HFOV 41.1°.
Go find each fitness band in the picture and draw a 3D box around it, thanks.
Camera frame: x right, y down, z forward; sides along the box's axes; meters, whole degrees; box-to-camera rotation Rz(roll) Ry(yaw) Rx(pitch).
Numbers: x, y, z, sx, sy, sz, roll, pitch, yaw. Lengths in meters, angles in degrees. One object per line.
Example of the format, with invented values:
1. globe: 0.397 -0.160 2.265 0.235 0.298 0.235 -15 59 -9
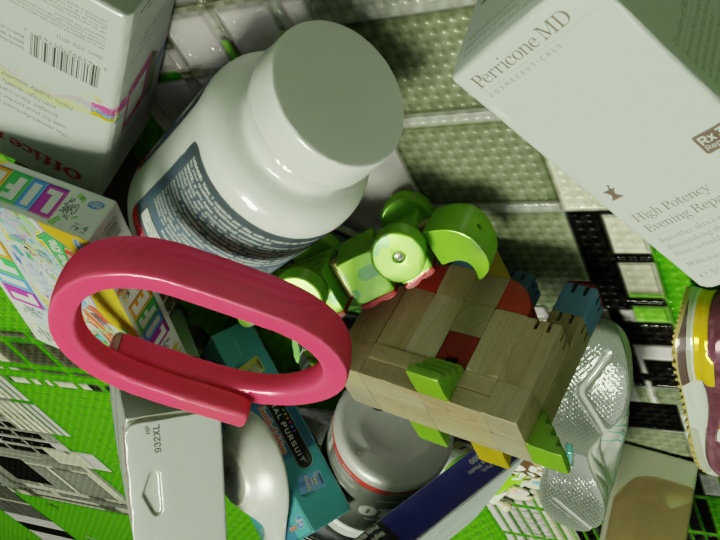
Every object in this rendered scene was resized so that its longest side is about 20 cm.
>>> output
1. fitness band: -0.101 0.043 0.624 0.197 0.038 0.144 19 140 -15

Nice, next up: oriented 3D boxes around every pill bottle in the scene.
1. pill bottle: -0.062 -0.067 0.612 0.119 0.121 0.199 34 147 -18
2. pill bottle: 0.015 0.188 0.942 0.112 0.115 0.201 22 148 2

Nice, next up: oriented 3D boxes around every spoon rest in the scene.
1. spoon rest: -0.099 0.222 0.894 0.099 0.060 0.204 35 125 44

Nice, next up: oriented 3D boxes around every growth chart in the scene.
1. growth chart: 0.129 0.189 0.962 0.142 0.018 0.201 23 149 0

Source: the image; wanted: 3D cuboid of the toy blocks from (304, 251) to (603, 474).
1. toy blocks: 0.078 0.042 0.678 0.197 0.138 0.100 13 149 35

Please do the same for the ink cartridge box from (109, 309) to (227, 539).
1. ink cartridge box: -0.182 0.145 0.884 0.082 0.200 0.148 -7 114 -17

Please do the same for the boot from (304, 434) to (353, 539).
1. boot: -0.066 0.244 1.110 0.198 0.077 0.169 29 152 3

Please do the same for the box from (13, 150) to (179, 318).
1. box: -0.214 -0.021 0.796 0.074 0.101 0.201 10 147 19

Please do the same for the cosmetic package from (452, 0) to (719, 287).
1. cosmetic package: 0.154 -0.084 0.494 0.198 0.075 0.101 34 146 -18

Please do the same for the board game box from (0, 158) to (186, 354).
1. board game box: -0.207 0.006 0.690 0.132 0.035 0.201 20 149 19

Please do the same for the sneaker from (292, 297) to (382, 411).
1. sneaker: 0.042 0.074 0.765 0.196 0.085 0.077 4 157 3

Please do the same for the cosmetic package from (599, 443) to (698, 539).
1. cosmetic package: 0.237 0.268 0.833 0.070 0.202 0.106 12 148 16

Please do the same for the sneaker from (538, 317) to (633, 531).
1. sneaker: 0.183 0.113 0.774 0.069 0.080 0.203 17 129 23

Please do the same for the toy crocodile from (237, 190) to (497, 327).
1. toy crocodile: 0.000 0.000 0.676 0.197 0.068 0.062 -22 113 21

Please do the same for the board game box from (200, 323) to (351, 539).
1. board game box: -0.098 0.169 0.945 0.202 0.046 0.151 61 150 11

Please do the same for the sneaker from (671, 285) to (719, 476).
1. sneaker: 0.278 0.091 0.669 0.089 0.076 0.201 5 145 35

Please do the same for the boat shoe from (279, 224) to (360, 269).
1. boat shoe: -0.069 -0.007 0.758 0.196 0.062 0.073 17 146 9

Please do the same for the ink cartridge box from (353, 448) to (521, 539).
1. ink cartridge box: 0.060 0.219 0.851 0.041 0.198 0.201 49 146 18

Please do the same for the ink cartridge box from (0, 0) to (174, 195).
1. ink cartridge box: -0.202 -0.154 0.607 0.143 0.086 0.200 27 147 -6
